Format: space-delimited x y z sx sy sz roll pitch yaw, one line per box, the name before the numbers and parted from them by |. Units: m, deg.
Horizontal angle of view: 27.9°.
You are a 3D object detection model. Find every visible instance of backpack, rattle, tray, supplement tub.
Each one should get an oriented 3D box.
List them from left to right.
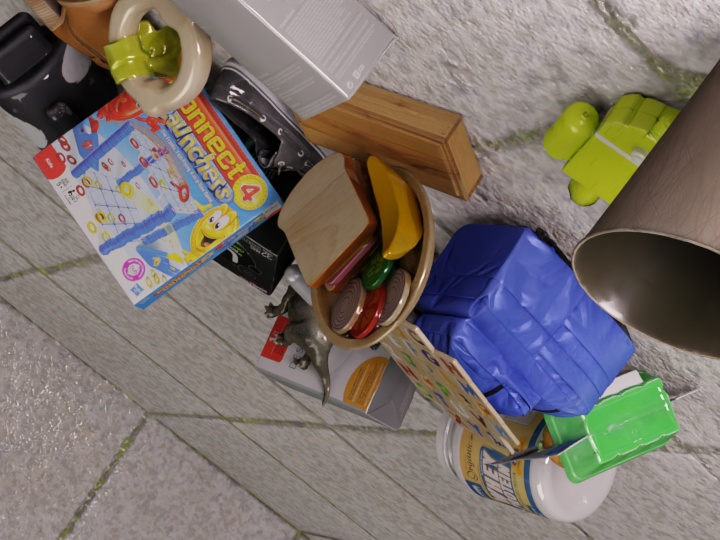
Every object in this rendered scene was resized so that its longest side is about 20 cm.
rattle | -0.153 -0.248 1.438 0.200 0.142 0.131 -50 58 34
tray | 0.019 -0.138 1.425 0.199 0.037 0.099 22 158 30
backpack | 0.163 0.067 1.482 0.200 0.168 0.162 40 171 -22
supplement tub | 0.205 0.224 1.812 0.199 0.145 0.145 10 149 50

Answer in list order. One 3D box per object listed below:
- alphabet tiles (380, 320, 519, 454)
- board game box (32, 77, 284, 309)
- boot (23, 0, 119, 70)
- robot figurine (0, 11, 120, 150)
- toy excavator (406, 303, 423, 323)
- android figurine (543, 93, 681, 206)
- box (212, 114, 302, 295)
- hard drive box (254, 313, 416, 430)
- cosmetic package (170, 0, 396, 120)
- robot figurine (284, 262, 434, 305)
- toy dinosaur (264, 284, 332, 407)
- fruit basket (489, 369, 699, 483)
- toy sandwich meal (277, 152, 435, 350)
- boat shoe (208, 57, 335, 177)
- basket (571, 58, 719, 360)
alphabet tiles | 0.078 0.109 1.459 0.166 0.006 0.200 25 157 54
board game box | -0.217 -0.096 1.570 0.201 0.195 0.056 54 179 5
boot | -0.258 -0.265 1.541 0.155 0.074 0.199 41 163 -33
robot figurine | -0.366 -0.212 1.740 0.124 0.151 0.200 -9 138 30
toy excavator | 0.143 0.085 1.600 0.201 0.194 0.100 56 149 9
android figurine | 0.240 -0.078 1.198 0.182 0.041 0.200 35 163 -2
box | -0.152 -0.092 1.681 0.199 0.125 0.149 31 160 5
hard drive box | -0.014 0.093 1.828 0.199 0.157 0.077 16 169 41
cosmetic package | -0.081 -0.234 1.287 0.200 0.090 0.107 44 159 -18
robot figurine | 0.000 0.000 1.662 0.168 0.114 0.200 -17 141 13
toy dinosaur | -0.064 0.062 1.766 0.076 0.201 0.102 10 155 -24
fruit basket | 0.253 0.169 1.603 0.094 0.184 0.200 71 162 0
toy sandwich meal | -0.007 -0.024 1.416 0.070 0.207 0.205 18 173 -36
boat shoe | -0.089 -0.139 1.550 0.070 0.066 0.200 12 150 48
basket | 0.257 -0.060 0.966 0.136 0.201 0.180 43 158 -22
